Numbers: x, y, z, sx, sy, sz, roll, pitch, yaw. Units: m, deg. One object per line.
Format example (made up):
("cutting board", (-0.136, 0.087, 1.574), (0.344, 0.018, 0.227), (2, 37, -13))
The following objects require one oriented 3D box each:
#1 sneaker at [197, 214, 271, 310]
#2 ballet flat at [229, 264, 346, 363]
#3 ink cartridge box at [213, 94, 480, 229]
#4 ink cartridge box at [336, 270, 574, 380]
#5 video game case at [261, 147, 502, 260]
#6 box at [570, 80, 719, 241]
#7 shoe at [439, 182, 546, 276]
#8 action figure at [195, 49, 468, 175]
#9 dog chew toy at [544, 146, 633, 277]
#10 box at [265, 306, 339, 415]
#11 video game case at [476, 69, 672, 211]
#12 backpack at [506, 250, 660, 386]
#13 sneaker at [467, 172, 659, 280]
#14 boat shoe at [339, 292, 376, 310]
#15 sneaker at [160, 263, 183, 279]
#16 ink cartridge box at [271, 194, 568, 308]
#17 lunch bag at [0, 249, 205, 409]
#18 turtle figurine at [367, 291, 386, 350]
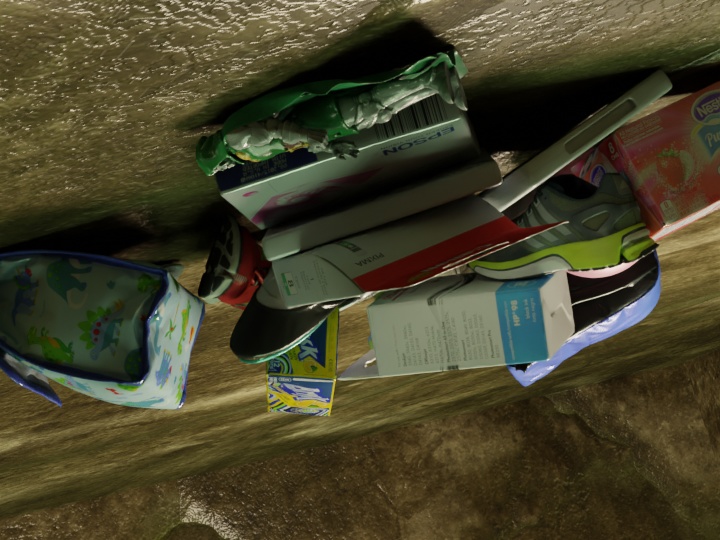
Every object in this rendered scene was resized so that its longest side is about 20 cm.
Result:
("sneaker", (-0.094, 0.002, 1.541), (0.084, 0.078, 0.200), (19, 177, -1))
("ballet flat", (-0.037, 0.004, 1.477), (0.199, 0.069, 0.068), (-32, -142, -31))
("ink cartridge box", (-0.004, -0.086, 1.387), (0.195, 0.044, 0.200), (-18, 168, 7))
("ink cartridge box", (0.081, 0.045, 1.547), (0.199, 0.067, 0.116), (-7, -171, 19))
("video game case", (0.017, -0.059, 1.453), (0.199, 0.022, 0.182), (-18, -173, 3))
("box", (0.300, -0.102, 1.513), (0.199, 0.095, 0.103), (-26, 173, -21))
("shoe", (0.123, -0.020, 1.604), (0.200, 0.070, 0.053), (-37, -178, 26))
("action figure", (-0.026, -0.107, 1.225), (0.199, 0.055, 0.118), (-15, 173, 17))
("dog chew toy", (0.220, -0.053, 1.699), (0.124, 0.125, 0.200), (-16, 177, -3))
("box", (-0.054, 0.084, 1.596), (0.064, 0.071, 0.200), (3, 166, -1))
("video game case", (0.154, -0.089, 1.490), (0.182, 0.024, 0.200), (-35, 180, -30))
("backpack", (0.222, 0.008, 1.870), (0.199, 0.163, 0.168), (-31, 165, 5))
("sneaker", (0.167, -0.040, 1.497), (0.199, 0.082, 0.074), (-8, -174, 44))
("boat shoe", (0.000, 0.000, 1.626), (0.200, 0.074, 0.067), (-38, -171, 21))
("sneaker", (-0.199, 0.047, 1.669), (0.114, 0.076, 0.200), (-18, 166, 23))
("ink cartridge box", (0.043, -0.023, 1.370), (0.160, 0.050, 0.200), (-22, -176, -30))
("lunch bag", (-0.250, 0.047, 1.474), (0.198, 0.128, 0.170), (13, 169, 7))
("turtle figurine", (0.050, -0.015, 1.737), (0.194, 0.200, 0.144), (-36, 150, -29))
